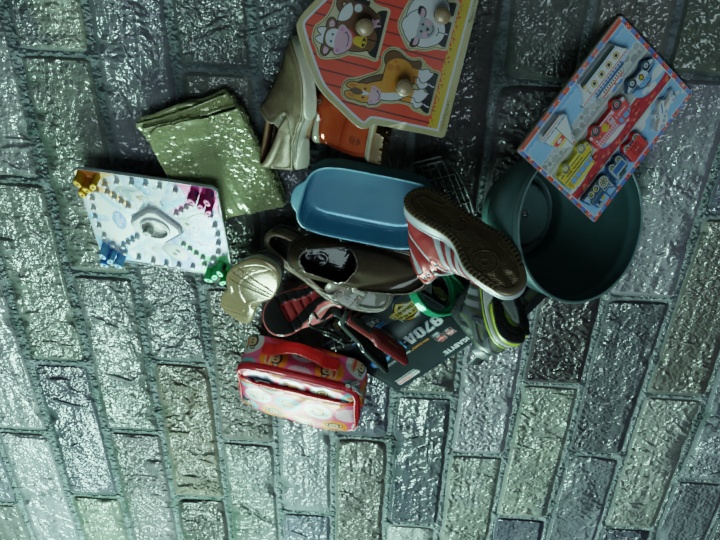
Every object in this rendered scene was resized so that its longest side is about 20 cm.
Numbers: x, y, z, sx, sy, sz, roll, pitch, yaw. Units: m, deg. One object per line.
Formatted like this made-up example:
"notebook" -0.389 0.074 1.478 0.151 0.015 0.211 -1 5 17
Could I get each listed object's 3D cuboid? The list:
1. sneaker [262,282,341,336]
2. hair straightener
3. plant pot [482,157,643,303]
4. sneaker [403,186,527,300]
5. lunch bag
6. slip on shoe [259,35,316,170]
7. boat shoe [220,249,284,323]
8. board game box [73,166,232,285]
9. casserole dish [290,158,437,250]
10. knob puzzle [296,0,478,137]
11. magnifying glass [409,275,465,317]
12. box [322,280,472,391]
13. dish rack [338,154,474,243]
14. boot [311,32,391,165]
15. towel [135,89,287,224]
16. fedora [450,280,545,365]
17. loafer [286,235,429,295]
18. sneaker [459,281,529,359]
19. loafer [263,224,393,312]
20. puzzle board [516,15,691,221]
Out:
"sneaker" -0.047 0.030 1.701 0.200 0.074 0.087 -25 175 10
"hair straightener" -0.013 0.104 1.683 0.077 0.041 0.200 -27 145 24
"plant pot" 0.240 -0.067 1.484 0.200 0.200 0.134 37 169 -29
"sneaker" 0.129 -0.009 1.443 0.071 0.200 0.113 -32 146 -21
"lunch bag" -0.088 0.167 1.798 0.200 0.082 0.176 13 147 7
"slip on shoe" -0.093 -0.202 1.441 0.061 0.076 0.200 -7 145 -12
"boat shoe" -0.148 0.012 1.651 0.072 0.065 0.200 31 150 -2
"board game box" -0.284 -0.057 1.611 0.200 0.026 0.200 9 144 8
"casserole dish" 0.010 -0.090 1.501 0.200 0.039 0.121 11 135 -9
"knob puzzle" 0.025 -0.257 1.326 0.219 0.030 0.220 -3 104 -10
"magnifying glass" 0.148 0.045 1.691 0.200 0.080 0.022 21 153 -30
"box" 0.065 0.089 1.755 0.159 0.046 0.200 33 130 -26
"dish rack" 0.048 -0.091 1.565 0.200 0.055 0.153 -13 135 15
"boot" -0.010 -0.223 1.418 0.107 0.075 0.200 16 131 7
"towel" -0.191 -0.145 1.539 0.148 0.037 0.200 -12 134 16
"fedora" 0.197 0.036 1.631 0.092 0.201 0.201 44 132 8
"loafer" 0.000 0.000 1.553 0.200 0.071 0.073 5 101 -3
"sneaker" 0.162 0.027 1.535 0.074 0.200 0.081 24 134 -28
"loafer" -0.048 0.003 1.617 0.200 0.063 0.072 29 96 1
"puzzle board" 0.295 -0.178 1.390 0.151 0.017 0.200 37 89 -30
